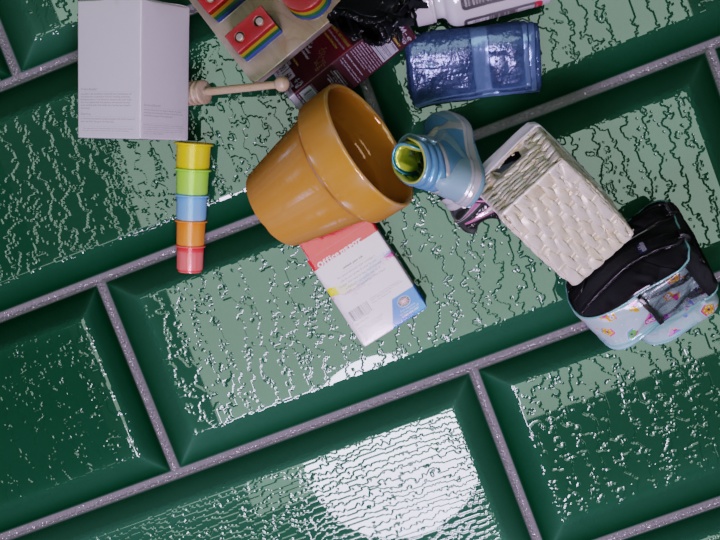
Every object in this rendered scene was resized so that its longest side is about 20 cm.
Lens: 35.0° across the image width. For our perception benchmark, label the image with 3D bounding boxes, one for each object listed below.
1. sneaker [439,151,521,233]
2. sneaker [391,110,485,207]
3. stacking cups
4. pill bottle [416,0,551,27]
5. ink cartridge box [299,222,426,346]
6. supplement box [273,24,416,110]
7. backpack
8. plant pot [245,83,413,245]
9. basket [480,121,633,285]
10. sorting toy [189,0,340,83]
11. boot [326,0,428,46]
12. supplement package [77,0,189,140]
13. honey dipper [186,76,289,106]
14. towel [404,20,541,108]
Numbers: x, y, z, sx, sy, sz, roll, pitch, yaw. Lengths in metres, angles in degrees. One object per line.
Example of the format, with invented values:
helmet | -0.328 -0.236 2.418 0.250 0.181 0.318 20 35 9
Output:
sneaker | 0.223 -0.122 1.721 0.200 0.080 0.086 -23 112 8
sneaker | 0.097 -0.181 1.643 0.130 0.200 0.080 15 123 -25
stacking cups | -0.263 -0.097 1.754 0.060 0.061 0.200 6 100 3
pill bottle | 0.171 -0.419 1.664 0.200 0.111 0.111 -14 95 4
ink cartridge box | 0.000 0.000 1.740 0.116 0.067 0.200 -32 93 5
supplement box | -0.027 -0.319 1.682 0.200 0.109 0.061 -38 127 5
backpack | 0.407 0.019 1.667 0.200 0.176 0.153 -30 124 17
plant pot | -0.056 -0.133 1.629 0.183 0.200 0.200 -31 94 23
basket | 0.275 -0.091 1.636 0.136 0.123 0.200 -43 119 13
sorting toy | -0.143 -0.415 1.680 0.199 0.070 0.200 -38 78 6
boot | 0.013 -0.404 1.611 0.198 0.073 0.163 27 72 33
supplement package | -0.333 -0.293 1.685 0.121 0.120 0.200 5 97 28
honey dipper | -0.189 -0.270 1.691 0.200 0.038 0.038 -2 97 33
towel | 0.166 -0.306 1.689 0.200 0.049 0.112 -5 123 4
